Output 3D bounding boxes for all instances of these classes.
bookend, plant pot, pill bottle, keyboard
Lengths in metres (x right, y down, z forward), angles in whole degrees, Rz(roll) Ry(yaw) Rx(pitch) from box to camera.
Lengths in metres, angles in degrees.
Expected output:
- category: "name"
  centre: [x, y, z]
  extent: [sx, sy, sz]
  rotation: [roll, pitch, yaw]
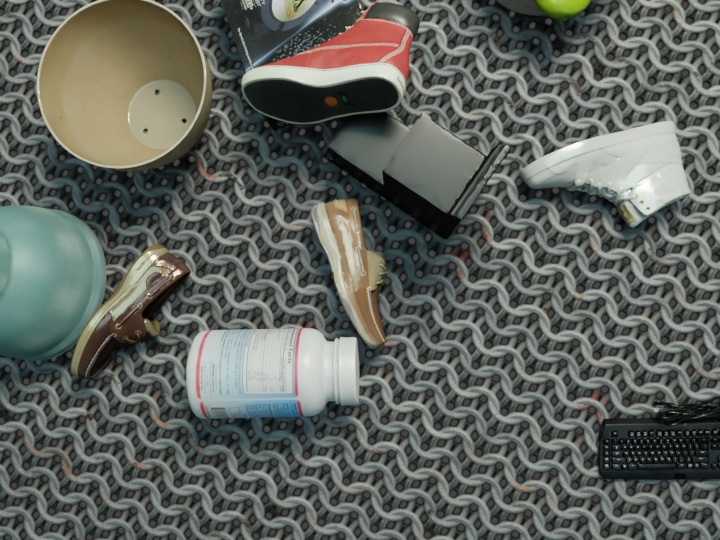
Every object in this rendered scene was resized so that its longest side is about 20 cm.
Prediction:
- category: "bookend"
  centre: [0.051, -0.136, 0.721]
  extent: [0.200, 0.199, 0.092]
  rotation: [34, 90, 5]
- category: "plant pot"
  centre: [-0.271, -0.213, 0.773]
  extent: [0.200, 0.134, 0.201]
  rotation: [0, 87, 3]
- category: "pill bottle"
  centre: [-0.103, 0.126, 0.763]
  extent: [0.199, 0.109, 0.109]
  rotation: [-1, 88, 2]
- category: "plant pot"
  centre: [-0.438, 0.007, 0.752]
  extent: [0.200, 0.134, 0.201]
  rotation: [-3, 80, 14]
- category: "keyboard"
  centre: [0.401, 0.212, 0.767]
  extent: [0.199, 0.040, 0.104]
  rotation: [-2, 88, 2]

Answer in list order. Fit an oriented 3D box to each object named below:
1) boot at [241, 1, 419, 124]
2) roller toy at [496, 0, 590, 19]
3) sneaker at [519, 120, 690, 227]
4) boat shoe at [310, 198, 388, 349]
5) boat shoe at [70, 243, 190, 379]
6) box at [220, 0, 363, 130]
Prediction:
- category: "boot"
  centre: [-0.034, -0.249, 0.718]
  extent: [0.200, 0.072, 0.145]
  rotation: [2, 60, 21]
- category: "roller toy"
  centre: [0.233, -0.419, 0.753]
  extent: [0.182, 0.140, 0.200]
  rotation: [39, 88, -7]
- category: "sneaker"
  centre: [0.310, -0.106, 0.768]
  extent: [0.200, 0.074, 0.116]
  rotation: [-15, 84, 1]
- category: "boat shoe"
  centre: [0.000, 0.000, 0.781]
  extent: [0.072, 0.076, 0.200]
  rotation: [-20, 88, 0]
- category: "boat shoe"
  centre: [-0.293, 0.065, 0.797]
  extent: [0.072, 0.072, 0.200]
  rotation: [35, 85, 3]
- category: "box"
  centre: [-0.077, -0.308, 0.791]
  extent: [0.163, 0.086, 0.200]
  rotation: [-19, 87, 1]
